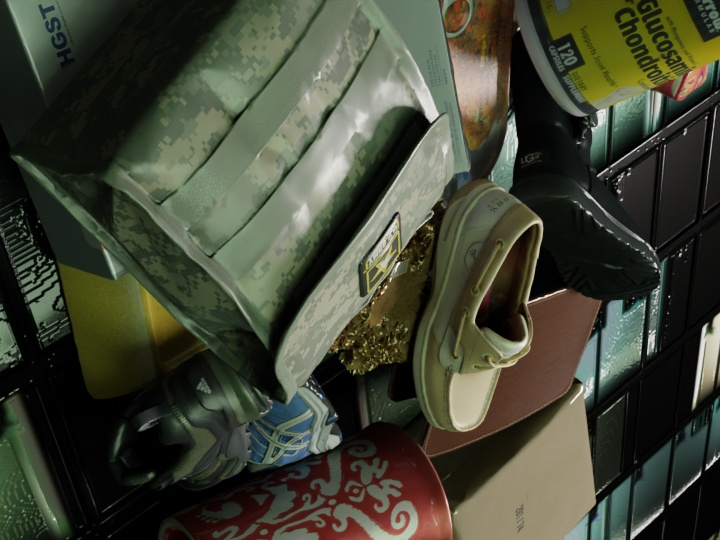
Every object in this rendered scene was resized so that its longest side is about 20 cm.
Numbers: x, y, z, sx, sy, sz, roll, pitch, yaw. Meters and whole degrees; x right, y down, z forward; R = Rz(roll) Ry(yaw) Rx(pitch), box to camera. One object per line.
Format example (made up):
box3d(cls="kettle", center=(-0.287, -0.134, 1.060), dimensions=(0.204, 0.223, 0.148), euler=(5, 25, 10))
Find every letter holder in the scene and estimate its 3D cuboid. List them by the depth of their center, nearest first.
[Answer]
box3d(cls="letter holder", center=(0.099, 0.058, 1.039), dimensions=(0.199, 0.100, 0.143), euler=(-17, 130, -40))

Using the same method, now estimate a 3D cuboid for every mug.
box3d(cls="mug", center=(-0.037, 0.228, 0.949), dimensions=(0.199, 0.178, 0.134), euler=(-15, 157, -31))

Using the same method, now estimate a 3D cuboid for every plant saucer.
box3d(cls="plant saucer", center=(-0.098, -0.022, 0.803), dimensions=(0.200, 0.048, 0.201), euler=(-31, 136, -31))

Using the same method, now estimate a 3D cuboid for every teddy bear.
box3d(cls="teddy bear", center=(0.000, 0.000, 0.842), dimensions=(0.145, 0.067, 0.200), euler=(-64, 154, 2))

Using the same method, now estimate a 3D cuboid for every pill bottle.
box3d(cls="pill bottle", center=(0.215, -0.192, 0.835), dimensions=(0.199, 0.112, 0.112), euler=(-22, 152, 26))

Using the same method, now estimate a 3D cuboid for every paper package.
box3d(cls="paper package", center=(0.127, 0.201, 1.169), dimensions=(0.190, 0.103, 0.200), euler=(-39, 139, -22))

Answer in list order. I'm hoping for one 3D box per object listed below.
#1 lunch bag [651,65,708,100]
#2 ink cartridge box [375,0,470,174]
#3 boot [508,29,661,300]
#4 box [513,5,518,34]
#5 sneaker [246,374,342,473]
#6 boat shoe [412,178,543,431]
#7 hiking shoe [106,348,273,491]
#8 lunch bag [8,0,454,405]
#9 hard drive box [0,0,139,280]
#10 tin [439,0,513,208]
box3d(cls="lunch bag", center=(0.266, -0.233, 0.978), dimensions=(0.177, 0.082, 0.200), euler=(-70, 167, 18))
box3d(cls="ink cartridge box", center=(0.025, -0.161, 0.742), dimensions=(0.044, 0.094, 0.201), euler=(-11, 104, 3))
box3d(cls="boot", center=(0.179, -0.086, 0.974), dimensions=(0.200, 0.076, 0.169), euler=(36, 49, -45))
box3d(cls="box", center=(0.063, -0.199, 0.876), dimensions=(0.163, 0.021, 0.200), euler=(27, 96, -52))
box3d(cls="sneaker", center=(-0.063, 0.102, 0.885), dimensions=(0.077, 0.076, 0.200), euler=(-30, 153, -8))
box3d(cls="boat shoe", center=(0.088, 0.038, 0.870), dimensions=(0.074, 0.069, 0.201), euler=(-22, 128, -38))
box3d(cls="hiking shoe", center=(-0.126, 0.106, 0.812), dimensions=(0.100, 0.076, 0.200), euler=(-21, 161, -23))
box3d(cls="lunch bag", center=(-0.042, -0.046, 0.614), dimensions=(0.164, 0.117, 0.200), euler=(-54, 129, -18))
box3d(cls="hard drive box", center=(-0.097, -0.110, 0.681), dimensions=(0.200, 0.077, 0.156), euler=(-31, 116, -30))
box3d(cls="tin", center=(0.056, -0.130, 0.870), dimensions=(0.112, 0.042, 0.201), euler=(-32, 137, -34))
